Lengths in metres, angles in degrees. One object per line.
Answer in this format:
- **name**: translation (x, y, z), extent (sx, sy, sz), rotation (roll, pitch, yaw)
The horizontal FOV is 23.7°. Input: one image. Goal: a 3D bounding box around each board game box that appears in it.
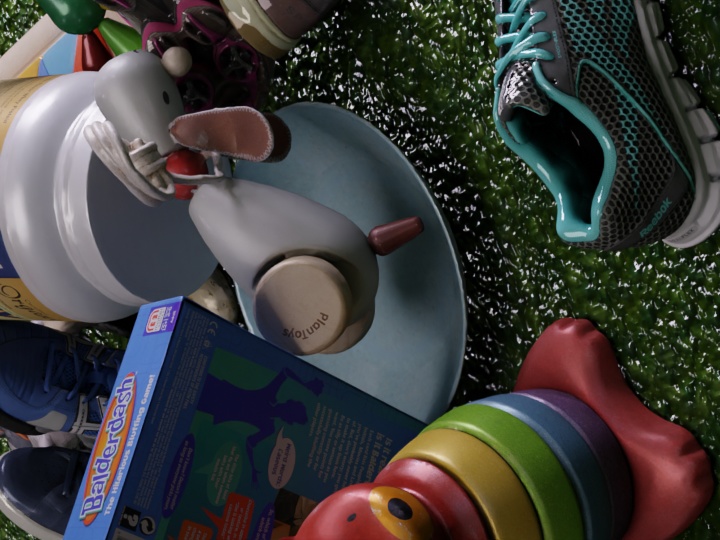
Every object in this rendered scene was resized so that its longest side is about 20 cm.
- **board game box**: translation (-0.042, 0.123, 0.851), extent (0.045, 0.200, 0.153), rotation (-12, 55, 51)

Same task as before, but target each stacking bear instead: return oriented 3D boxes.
- **stacking bear**: translation (0.052, 0.120, 0.825), extent (0.122, 0.200, 0.114), rotation (50, 137, 24)

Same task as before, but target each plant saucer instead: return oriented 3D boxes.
- **plant saucer**: translation (0.000, 0.000, 0.967), extent (0.201, 0.039, 0.202), rotation (23, 122, 42)

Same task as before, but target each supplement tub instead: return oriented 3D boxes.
- **supplement tub**: translation (-0.189, -0.042, 1.013), extent (0.199, 0.144, 0.145), rotation (0, 106, 37)

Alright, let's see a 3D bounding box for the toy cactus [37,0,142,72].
- **toy cactus**: translation (-0.184, -0.198, 1.016), extent (0.102, 0.165, 0.201), rotation (155, 100, -72)

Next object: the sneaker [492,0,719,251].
- **sneaker**: translation (0.092, -0.096, 0.774), extent (0.078, 0.091, 0.200), rotation (-39, 74, 49)

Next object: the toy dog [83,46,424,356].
- **toy dog**: translation (-0.045, -0.044, 0.891), extent (0.200, 0.096, 0.132), rotation (48, -174, -17)

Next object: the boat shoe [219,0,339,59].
- **boat shoe**: translation (-0.059, -0.212, 0.931), extent (0.066, 0.072, 0.201), rotation (-27, 68, 20)

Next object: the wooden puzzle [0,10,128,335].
- **wooden puzzle**: translation (-0.187, -0.074, 1.115), extent (0.185, 0.037, 0.201), rotation (-34, 72, 35)

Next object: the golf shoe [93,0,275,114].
- **golf shoe**: translation (-0.118, -0.175, 0.946), extent (0.072, 0.092, 0.200), rotation (-26, 116, 17)

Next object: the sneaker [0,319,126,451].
- **sneaker**: translation (-0.173, 0.071, 1.100), extent (0.077, 0.200, 0.076), rotation (-19, 64, 30)

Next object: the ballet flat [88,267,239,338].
- **ballet flat**: translation (-0.147, 0.024, 1.137), extent (0.200, 0.057, 0.067), rotation (1, 104, 50)

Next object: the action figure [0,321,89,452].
- **action figure**: translation (-0.250, 0.114, 1.265), extent (0.193, 0.104, 0.201), rotation (7, 109, 59)

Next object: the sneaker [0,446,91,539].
- **sneaker**: translation (-0.129, 0.134, 1.079), extent (0.075, 0.199, 0.085), rotation (-90, 19, -46)
